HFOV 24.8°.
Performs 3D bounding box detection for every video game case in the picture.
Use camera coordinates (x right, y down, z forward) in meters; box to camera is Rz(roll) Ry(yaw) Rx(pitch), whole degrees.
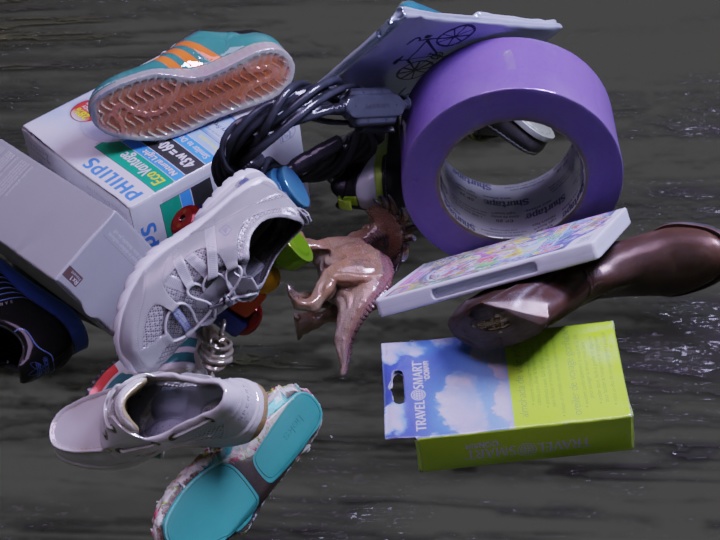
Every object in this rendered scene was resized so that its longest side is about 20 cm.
[{"bbox_3d":[0.126,-0.008,1.419,0.199,0.018,0.143,-16,7,23],"label":"video game case"}]

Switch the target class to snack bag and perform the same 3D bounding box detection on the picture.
[{"bbox_3d":[0.056,-0.189,1.503,0.200,0.188,0.021,-2,69,-38],"label":"snack bag"}]

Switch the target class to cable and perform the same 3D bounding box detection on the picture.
[{"bbox_3d":[-0.059,-0.118,1.459,0.200,0.163,0.051,-12,75,-45],"label":"cable"}]

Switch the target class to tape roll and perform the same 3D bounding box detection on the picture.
[{"bbox_3d":[0.135,-0.105,1.487,0.199,0.200,0.085,-5,39,4],"label":"tape roll"}]

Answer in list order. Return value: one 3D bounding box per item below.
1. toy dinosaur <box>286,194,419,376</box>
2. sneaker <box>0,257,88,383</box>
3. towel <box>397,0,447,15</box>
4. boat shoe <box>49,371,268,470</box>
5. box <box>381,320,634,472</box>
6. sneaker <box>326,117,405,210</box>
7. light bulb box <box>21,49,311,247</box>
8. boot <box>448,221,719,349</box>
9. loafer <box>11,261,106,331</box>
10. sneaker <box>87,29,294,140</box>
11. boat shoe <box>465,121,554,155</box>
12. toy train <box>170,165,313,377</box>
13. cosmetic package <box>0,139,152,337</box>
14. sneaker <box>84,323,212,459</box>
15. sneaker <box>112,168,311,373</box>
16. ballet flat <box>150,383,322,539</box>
[{"bbox_3d":[0.000,0.000,1.476,0.135,0.086,0.200,-10,39,-1],"label":"toy dinosaur"},{"bbox_3d":[-0.344,0.039,1.509,0.200,0.070,0.078,25,44,32],"label":"sneaker"},{"bbox_3d":[0.135,-0.212,1.692,0.146,0.022,0.200,14,26,-38],"label":"towel"},{"bbox_3d":[-0.174,0.111,1.298,0.199,0.069,0.071,-13,64,25],"label":"boat shoe"},{"bbox_3d":[0.120,0.104,1.361,0.199,0.048,0.122,-6,39,3],"label":"box"},{"bbox_3d":[0.001,-0.118,1.611,0.083,0.072,0.200,-8,27,5],"label":"sneaker"},{"bbox_3d":[-0.188,-0.098,1.599,0.200,0.125,0.198,-32,46,-27],"label":"light bulb box"},{"bbox_3d":[0.192,0.016,1.367,0.186,0.064,0.200,-11,6,40],"label":"boot"},{"bbox_3d":[-0.255,0.020,1.534,0.200,0.063,0.072,28,74,41],"label":"loafer"},{"bbox_3d":[-0.167,-0.180,1.546,0.199,0.072,0.080,-17,36,-18],"label":"sneaker"},{"bbox_3d":[0.116,-0.168,1.677,0.072,0.061,0.201,13,24,-50],"label":"boat shoe"},{"bbox_3d":[-0.089,0.007,1.396,0.116,0.085,0.200,-33,45,22],"label":"toy train"},{"bbox_3d":[-0.270,-0.029,1.463,0.200,0.107,0.090,27,74,39],"label":"cosmetic package"},{"bbox_3d":[-0.156,0.089,1.428,0.093,0.070,0.200,26,48,15],"label":"sneaker"},{"bbox_3d":[-0.122,0.004,1.323,0.082,0.075,0.200,27,73,37],"label":"sneaker"},{"bbox_3d":[-0.106,0.166,1.329,0.064,0.076,0.200,-12,22,49],"label":"ballet flat"}]
